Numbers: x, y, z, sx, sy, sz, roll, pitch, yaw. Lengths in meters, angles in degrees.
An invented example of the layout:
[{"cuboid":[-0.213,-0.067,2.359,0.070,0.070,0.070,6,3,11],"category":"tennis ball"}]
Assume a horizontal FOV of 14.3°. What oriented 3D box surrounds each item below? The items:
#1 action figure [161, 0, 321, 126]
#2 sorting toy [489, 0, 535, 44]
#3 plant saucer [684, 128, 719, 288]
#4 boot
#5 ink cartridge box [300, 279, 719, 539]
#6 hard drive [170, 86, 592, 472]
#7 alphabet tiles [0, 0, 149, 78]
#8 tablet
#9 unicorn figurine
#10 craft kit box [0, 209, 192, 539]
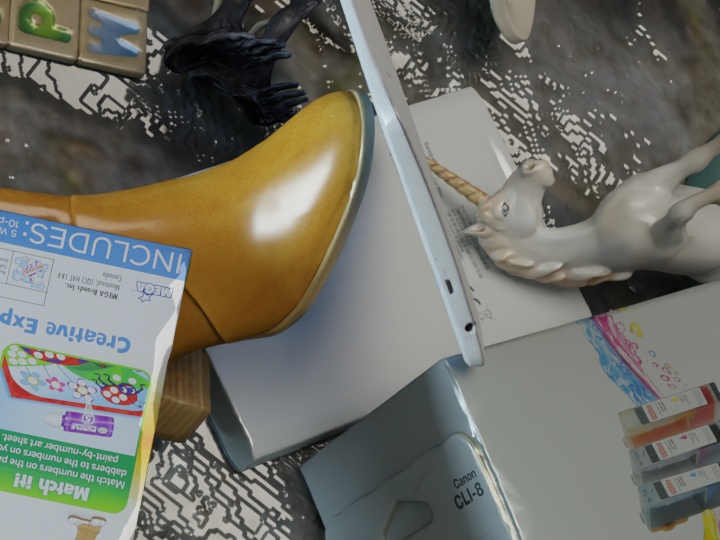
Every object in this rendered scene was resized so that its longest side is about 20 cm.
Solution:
[{"cuboid":[-0.029,-0.170,1.325,0.102,0.119,0.200,2,65,18],"category":"action figure"},{"cuboid":[0.080,-0.212,1.372,0.107,0.200,0.180,3,63,-3],"category":"sorting toy"},{"cuboid":[0.253,-0.001,1.451,0.200,0.027,0.200,12,62,-24],"category":"plant saucer"},{"cuboid":[-0.097,-0.013,1.165,0.144,0.201,0.071,20,34,-25],"category":"boot"},{"cuboid":[0.106,0.104,1.249,0.200,0.145,0.145,-14,74,-32],"category":"ink cartridge box"},{"cuboid":[0.000,0.000,1.313,0.200,0.026,0.132,-19,78,-34],"category":"hard drive"},{"cuboid":[-0.174,-0.194,1.322,0.167,0.008,0.200,11,63,-23],"category":"alphabet tiles"},{"cuboid":[0.015,-0.061,1.194,0.014,0.130,0.200,-19,33,2],"category":"tablet"},{"cuboid":[0.144,-0.028,1.327,0.200,0.137,0.074,22,46,-36],"category":"unicorn figurine"},{"cuboid":[-0.177,0.067,1.081,0.200,0.049,0.198,13,63,-5],"category":"craft kit box"}]
